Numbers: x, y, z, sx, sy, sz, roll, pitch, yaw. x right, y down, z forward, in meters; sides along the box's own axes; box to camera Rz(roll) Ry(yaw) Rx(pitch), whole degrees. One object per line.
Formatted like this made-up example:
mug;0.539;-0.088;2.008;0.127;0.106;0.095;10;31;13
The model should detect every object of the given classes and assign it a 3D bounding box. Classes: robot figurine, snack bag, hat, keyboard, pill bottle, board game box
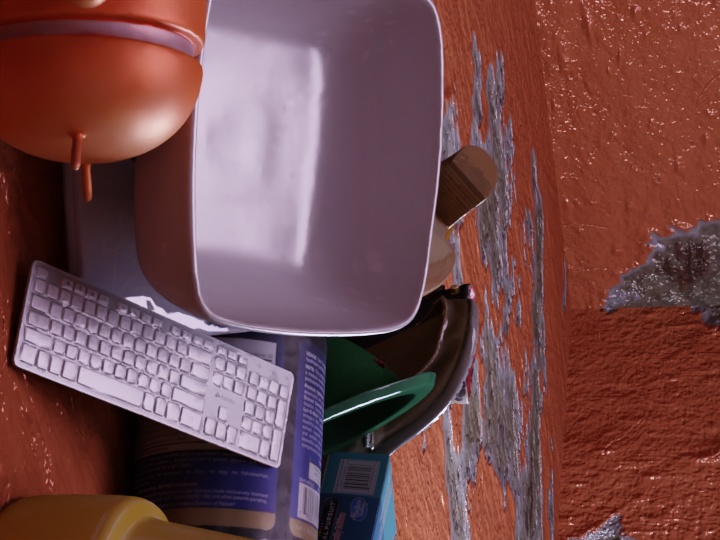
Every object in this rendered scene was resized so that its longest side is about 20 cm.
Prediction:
robot figurine;-0.130;-0.138;0.980;0.117;0.144;0.200;9;78;-47
snack bag;-0.084;-0.056;1.146;0.200;0.021;0.189;-6;96;-42
hat;-0.063;0.039;1.403;0.176;0.166;0.200;65;-29;11
keyboard;-0.106;0.053;1.105;0.200;0.011;0.056;27;59;-45
pill bottle;-0.076;0.081;1.229;0.112;0.112;0.200;62;29;-66
board game box;-0.007;0.252;1.464;0.151;0.047;0.200;-75;165;-50

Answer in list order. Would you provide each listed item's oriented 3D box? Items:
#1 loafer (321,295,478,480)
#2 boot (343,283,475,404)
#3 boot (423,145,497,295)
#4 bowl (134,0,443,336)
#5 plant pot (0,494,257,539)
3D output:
loafer;0.010;0.090;1.492;0.200;0.070;0.075;-50;-162;21
boot;0.013;0.026;1.597;0.073;0.150;0.200;74;17;-52
boot;0.000;-0.001;1.337;0.071;0.144;0.201;51;40;-3
bowl;-0.045;-0.068;1.105;0.200;0.075;0.200;5;90;-51
plant pot;-0.077;0.209;1.009;0.201;0.189;0.201;-1;90;-80
